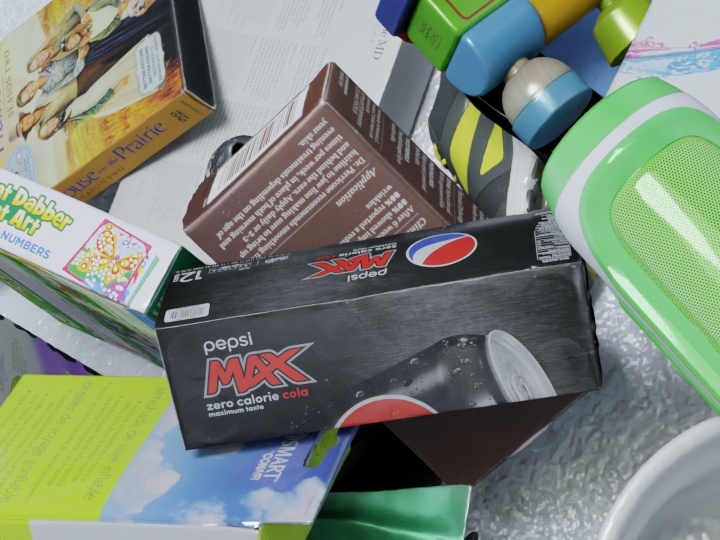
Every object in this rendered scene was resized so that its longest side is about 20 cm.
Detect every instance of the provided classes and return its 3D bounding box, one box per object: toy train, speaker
[{"bbox_3d":[0.114,-0.155,1.017,0.200,0.085,0.116,-37,80,-23],"label":"toy train"},{"bbox_3d":[0.166,0.011,0.853,0.088,0.088,0.200,-42,69,4],"label":"speaker"}]

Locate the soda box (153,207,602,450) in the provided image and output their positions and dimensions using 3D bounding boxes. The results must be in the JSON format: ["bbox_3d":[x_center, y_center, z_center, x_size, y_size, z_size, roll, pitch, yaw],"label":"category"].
[{"bbox_3d":[0.009,0.027,0.936,0.198,0.071,0.063,-9,24,7],"label":"soda box"}]

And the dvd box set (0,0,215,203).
[{"bbox_3d":[-0.176,-0.105,1.218,0.199,0.029,0.147,-32,49,26],"label":"dvd box set"}]

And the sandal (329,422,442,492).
[{"bbox_3d":[-0.043,0.116,1.062,0.199,0.043,0.076,-20,41,-4],"label":"sandal"}]

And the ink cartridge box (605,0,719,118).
[{"bbox_3d":[0.213,-0.068,0.989,0.144,0.145,0.201,22,80,29],"label":"ink cartridge box"}]

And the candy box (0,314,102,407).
[{"bbox_3d":[-0.206,0.115,1.081,0.071,0.200,0.169,-15,64,19],"label":"candy box"}]

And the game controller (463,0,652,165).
[{"bbox_3d":[0.136,-0.136,1.067,0.104,0.042,0.200,40,63,0],"label":"game controller"}]

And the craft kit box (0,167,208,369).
[{"bbox_3d":[-0.135,0.009,1.091,0.197,0.200,0.049,20,77,29],"label":"craft kit box"}]

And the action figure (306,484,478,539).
[{"bbox_3d":[-0.042,0.148,1.007,0.198,0.055,0.119,7,99,14],"label":"action figure"}]

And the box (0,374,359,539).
[{"bbox_3d":[-0.095,0.100,0.969,0.198,0.048,0.122,-1,31,19],"label":"box"}]

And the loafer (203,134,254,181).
[{"bbox_3d":[0.000,0.000,1.068,0.200,0.070,0.068,38,76,2],"label":"loafer"}]

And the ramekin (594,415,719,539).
[{"bbox_3d":[0.186,0.167,0.895,0.199,0.098,0.202,2,74,-7],"label":"ramekin"}]

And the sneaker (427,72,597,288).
[{"bbox_3d":[0.082,-0.059,1.102,0.084,0.074,0.202,-18,62,40],"label":"sneaker"}]

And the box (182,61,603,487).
[{"bbox_3d":[0.019,0.004,0.999,0.100,0.200,0.075,-41,14,17],"label":"box"}]

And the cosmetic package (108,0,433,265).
[{"bbox_3d":[-0.048,-0.087,1.175,0.150,0.052,0.201,13,76,30],"label":"cosmetic package"}]
